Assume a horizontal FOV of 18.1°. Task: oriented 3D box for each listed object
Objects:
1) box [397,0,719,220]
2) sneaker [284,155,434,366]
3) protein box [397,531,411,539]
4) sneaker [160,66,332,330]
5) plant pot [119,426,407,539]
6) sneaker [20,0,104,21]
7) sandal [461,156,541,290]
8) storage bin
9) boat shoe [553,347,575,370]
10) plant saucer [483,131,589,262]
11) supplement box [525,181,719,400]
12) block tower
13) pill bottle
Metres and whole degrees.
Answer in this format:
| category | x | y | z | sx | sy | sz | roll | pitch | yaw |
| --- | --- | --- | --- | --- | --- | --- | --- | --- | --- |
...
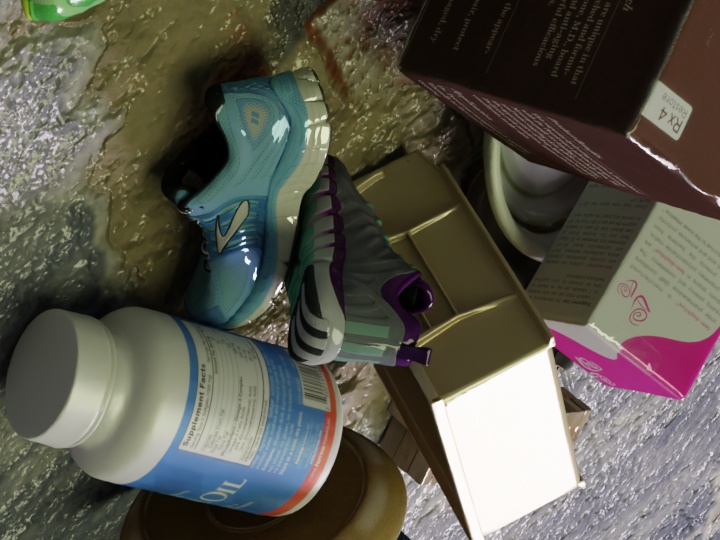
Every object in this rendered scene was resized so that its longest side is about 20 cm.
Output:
| category | x | y | z | sx | sy | sz | roll | pitch | yaw |
| --- | --- | --- | --- | --- | --- | --- | --- | --- | --- |
| box | 0.168 | -0.148 | 1.433 | 0.166 | 0.200 | 0.164 | 31 | 83 | -48 |
| sneaker | 0.000 | 0.000 | 1.435 | 0.087 | 0.200 | 0.074 | 12 | 125 | -10 |
| protein box | -0.057 | 0.269 | 1.630 | 0.200 | 0.199 | 0.135 | -29 | 141 | -29 |
| sneaker | -0.086 | -0.047 | 1.416 | 0.090 | 0.078 | 0.200 | 2 | 130 | -21 |
| plant pot | -0.069 | 0.160 | 1.517 | 0.200 | 0.200 | 0.028 | -34 | 128 | -24 |
| sneaker | -0.096 | -0.185 | 1.233 | 0.200 | 0.084 | 0.074 | -28 | 142 | -29 |
| sandal | 0.121 | -0.015 | 1.694 | 0.082 | 0.055 | 0.200 | -35 | 144 | -23 |
| storage bin | 0.063 | 0.052 | 1.567 | 0.094 | 0.199 | 0.200 | -26 | 144 | -5 |
| boat shoe | 0.171 | 0.030 | 1.713 | 0.074 | 0.063 | 0.201 | -59 | 167 | 20 |
| plant saucer | 0.145 | -0.106 | 1.610 | 0.200 | 0.050 | 0.200 | -20 | 119 | -40 |
| supplement box | 0.212 | -0.022 | 1.580 | 0.101 | 0.103 | 0.200 | 38 | 75 | -25 |
| block tower | 0.098 | 0.127 | 1.811 | 0.200 | 0.054 | 0.058 | -2 | 123 | -49 |
| pill bottle | -0.119 | 0.086 | 1.431 | 0.200 | 0.112 | 0.112 | 17 | 110 | -37 |
